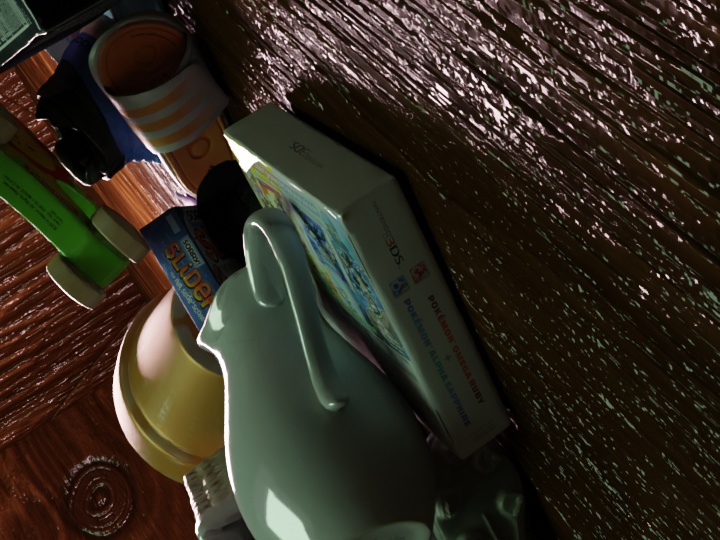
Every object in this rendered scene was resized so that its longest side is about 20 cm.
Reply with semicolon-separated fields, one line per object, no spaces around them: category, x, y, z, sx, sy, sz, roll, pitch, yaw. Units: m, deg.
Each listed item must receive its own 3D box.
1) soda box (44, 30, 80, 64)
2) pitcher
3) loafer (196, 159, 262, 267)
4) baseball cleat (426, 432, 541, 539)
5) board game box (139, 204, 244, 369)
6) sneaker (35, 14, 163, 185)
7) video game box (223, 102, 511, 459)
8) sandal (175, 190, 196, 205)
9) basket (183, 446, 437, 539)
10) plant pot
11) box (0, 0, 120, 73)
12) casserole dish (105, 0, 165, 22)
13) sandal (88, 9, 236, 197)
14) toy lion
soda box;-0.272;-0.241;1.190;0.200;0.063;0.070;49;-173;-36
pitcher;-0.031;0.077;0.832;0.172;0.120;0.201;96;152;-53
loafer;-0.044;0.003;1.033;0.201;0.073;0.072;61;-156;11
baseball cleat;0.081;0.176;0.920;0.201;0.069;0.106;63;167;-21
board game box;-0.091;0.012;1.091;0.136;0.034;0.200;58;-166;3
sneaker;-0.191;-0.107;1.139;0.076;0.112;0.200;27;164;37
video game box;0.000;0.000;0.857;0.183;0.047;0.200;61;169;-29
sandal;-0.151;-0.082;1.267;0.203;0.050;0.083;53;170;17
basket;-0.024;0.223;1.171;0.199;0.199;0.161;60;170;-15
plant pot;-0.122;0.078;1.271;0.201;0.199;0.184;54;153;14
box;-0.247;-0.258;0.947;0.201;0.123;0.198;61;154;-12
casserole dish;-0.221;-0.266;1.112;0.201;0.039;0.121;53;168;19
sandal;-0.131;-0.115;1.054;0.059;0.079;0.207;47;173;37
toy lion;-0.253;-0.076;1.028;0.200;0.069;0.192;44;-178;-17
